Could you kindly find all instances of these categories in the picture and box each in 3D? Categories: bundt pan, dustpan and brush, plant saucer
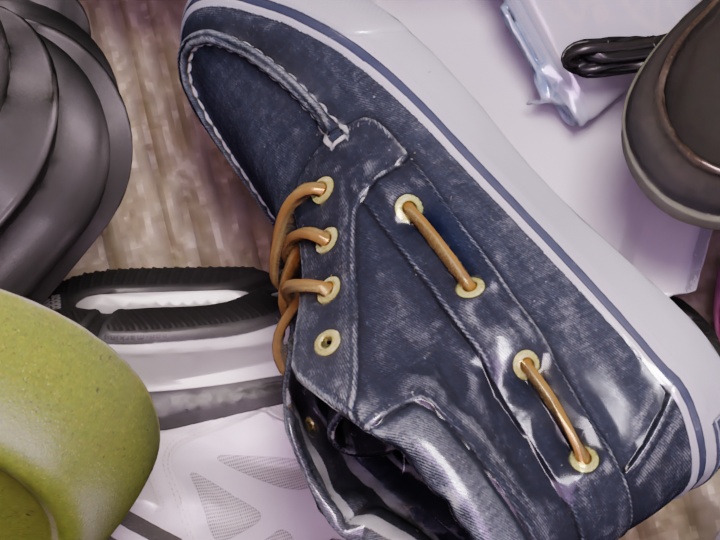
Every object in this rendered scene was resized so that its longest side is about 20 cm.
[{"bbox_3d":[-0.134,-0.074,0.746,0.076,0.202,0.202,-40,89,8],"label":"bundt pan"},{"bbox_3d":[0.012,-0.076,0.820,0.199,0.057,0.140,19,71,-5],"label":"dustpan and brush"},{"bbox_3d":[-0.150,0.058,0.725,0.199,0.200,0.031,-6,59,1],"label":"plant saucer"}]

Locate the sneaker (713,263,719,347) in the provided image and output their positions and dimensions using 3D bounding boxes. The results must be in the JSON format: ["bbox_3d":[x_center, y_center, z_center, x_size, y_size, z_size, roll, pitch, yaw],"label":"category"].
[{"bbox_3d":[0.177,-0.038,0.797,0.079,0.095,0.200,42,91,-2],"label":"sneaker"}]

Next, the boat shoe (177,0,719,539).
[{"bbox_3d":[0.000,0.000,0.738,0.091,0.071,0.200,-33,63,-30],"label":"boat shoe"}]

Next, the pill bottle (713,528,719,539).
[{"bbox_3d":[0.179,0.114,0.681,0.199,0.120,0.120,29,90,1],"label":"pill bottle"}]

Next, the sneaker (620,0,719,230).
[{"bbox_3d":[0.153,-0.086,0.707,0.199,0.106,0.075,-29,73,-5],"label":"sneaker"}]

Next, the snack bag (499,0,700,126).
[{"bbox_3d":[0.084,-0.170,0.789,0.200,0.021,0.189,-35,103,-19],"label":"snack bag"}]

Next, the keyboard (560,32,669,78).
[{"bbox_3d":[0.094,-0.106,0.774,0.199,0.021,0.128,1,86,-20],"label":"keyboard"}]

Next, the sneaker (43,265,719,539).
[{"bbox_3d":[0.003,0.059,0.823,0.199,0.076,0.116,-1,108,-5],"label":"sneaker"}]
